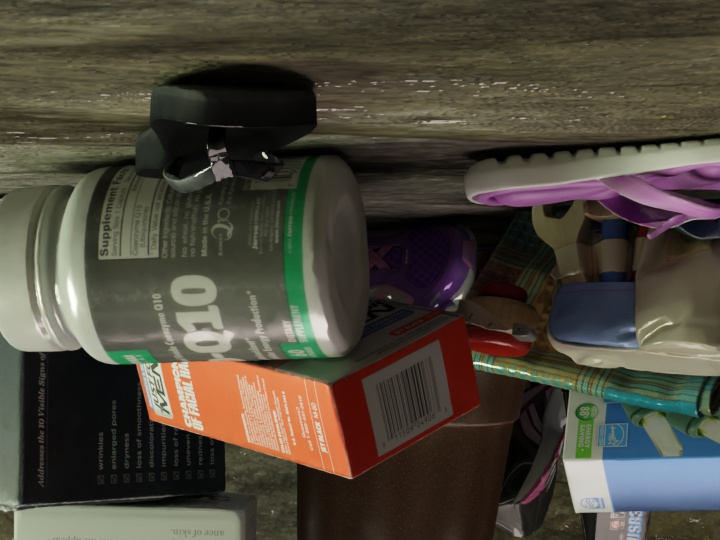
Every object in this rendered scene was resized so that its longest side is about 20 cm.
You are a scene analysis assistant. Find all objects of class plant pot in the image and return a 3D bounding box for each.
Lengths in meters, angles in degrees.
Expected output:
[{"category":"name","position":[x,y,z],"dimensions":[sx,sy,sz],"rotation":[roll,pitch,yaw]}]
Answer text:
[{"category":"plant pot","position":[0.030,0.156,1.358],"dimensions":[0.198,0.200,0.200],"rotation":[5,-178,0]}]

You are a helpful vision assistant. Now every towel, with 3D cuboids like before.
[{"category":"towel","position":[0.165,0.024,1.155],"dimensions":[0.198,0.147,0.022],"rotation":[12,139,30]}]

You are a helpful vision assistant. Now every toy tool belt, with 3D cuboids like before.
[{"category":"toy tool belt","position":[0.163,-0.005,1.066],"dimensions":[0.198,0.124,0.125],"rotation":[3,166,24]}]

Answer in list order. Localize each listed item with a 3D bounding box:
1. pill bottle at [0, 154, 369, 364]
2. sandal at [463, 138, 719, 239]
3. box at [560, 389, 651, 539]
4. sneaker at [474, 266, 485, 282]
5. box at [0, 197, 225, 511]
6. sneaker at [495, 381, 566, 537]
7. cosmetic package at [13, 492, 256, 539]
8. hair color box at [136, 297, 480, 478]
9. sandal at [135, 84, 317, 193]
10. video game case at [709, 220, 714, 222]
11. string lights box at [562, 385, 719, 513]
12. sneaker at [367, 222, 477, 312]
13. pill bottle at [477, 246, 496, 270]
[{"category":"pill bottle","position":[-0.101,-0.004,0.983],"dimensions":[0.198,0.114,0.113],"rotation":[-3,175,14]},{"category":"sandal","position":[0.159,-0.042,0.971],"dimensions":[0.201,0.050,0.082],"rotation":[-3,175,19]},{"category":"box","position":[0.189,0.102,1.324],"dimensions":[0.049,0.201,0.200],"rotation":[-1,136,0]},{"category":"sneaker","position":[0.127,0.032,1.341],"dimensions":[0.077,0.082,0.200],"rotation":[-33,-173,18]},{"category":"box","position":[-0.200,0.060,1.202],"dimensions":[0.123,0.202,0.196],"rotation":[-3,174,36]},{"category":"sneaker","position":[0.131,0.146,1.476],"dimensions":[0.086,0.081,0.200],"rotation":[13,-147,12]},{"category":"cosmetic package","position":[-0.162,0.266,1.262],"dimensions":[0.163,0.202,0.165],"rotation":[1,177,0]},{"category":"hair color box","position":[-0.037,0.059,1.053],"dimensions":[0.110,0.065,0.199],"rotation":[-26,-159,-37]},{"category":"sandal","position":[-0.065,-0.055,0.818],"dimensions":[0.075,0.043,0.200],"rotation":[0,175,-11]},{"category":"video game case","position":[0.202,0.006,1.206],"dimensions":[0.198,0.018,0.144],"rotation":[-2,-142,15]},{"category":"string lights box","position":[0.235,0.098,1.112],"dimensions":[0.198,0.103,0.059],"rotation":[-4,134,16]},{"category":"sneaker","position":[0.000,0.000,1.324],"dimensions":[0.199,0.081,0.088],"rotation":[-9,154,44]},{"category":"pill bottle","position":[0.133,0.033,1.485],"dimensions":[0.198,0.110,0.109],"rotation":[-2,175,10]}]
